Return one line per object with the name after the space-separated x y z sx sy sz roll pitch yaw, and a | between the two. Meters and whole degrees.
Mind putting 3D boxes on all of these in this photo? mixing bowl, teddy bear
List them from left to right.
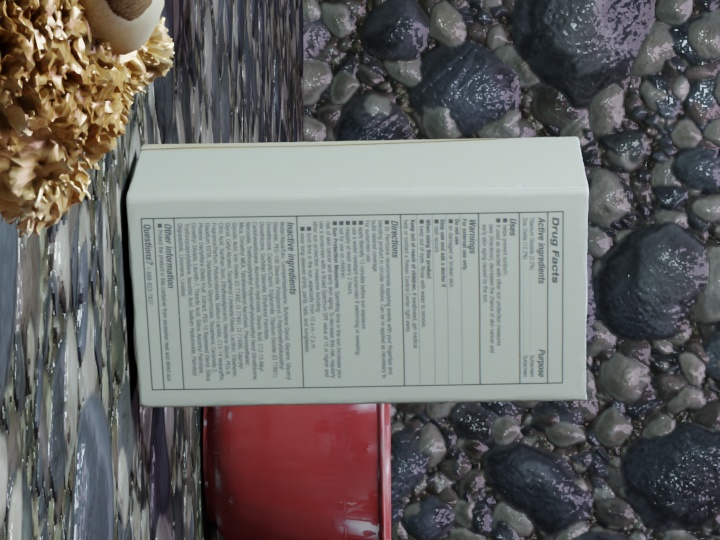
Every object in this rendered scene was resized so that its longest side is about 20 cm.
-0.079 -0.098 0.643 0.200 0.066 0.146 -88 175 -71 | teddy bear
-0.036 0.101 1.485 0.200 0.108 0.201 -1 90 -89 | mixing bowl

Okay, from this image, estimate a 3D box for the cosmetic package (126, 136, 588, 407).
0.000 0.000 1.114 0.073 0.199 0.104 -89 179 -69 | cosmetic package
